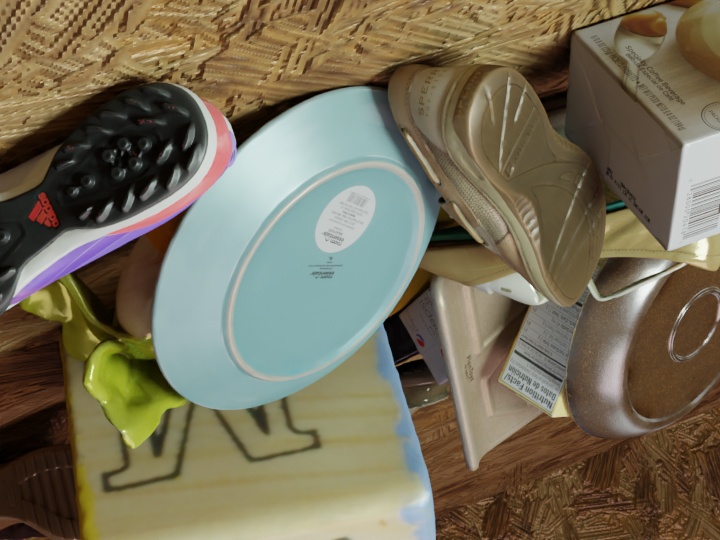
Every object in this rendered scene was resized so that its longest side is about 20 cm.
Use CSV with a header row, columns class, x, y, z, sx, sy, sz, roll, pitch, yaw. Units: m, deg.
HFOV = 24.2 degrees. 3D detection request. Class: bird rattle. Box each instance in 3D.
class,x,y,z,sx,sy,sz,roll,pitch,yaw
bird rattle,-0.074,0.007,0.927,0.200,0.113,0.163,-17,149,-35

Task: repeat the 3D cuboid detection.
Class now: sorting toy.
class,x,y,z,sx,sy,sz,roll,pitch,yaw
sorting toy,0.127,0.021,1.171,0.200,0.036,0.185,-36,137,-23

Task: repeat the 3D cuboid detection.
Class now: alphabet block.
class,x,y,z,sx,sy,sz,roll,pitch,yaw
alphabet block,-0.068,0.145,1.051,0.200,0.197,0.196,-10,133,-6

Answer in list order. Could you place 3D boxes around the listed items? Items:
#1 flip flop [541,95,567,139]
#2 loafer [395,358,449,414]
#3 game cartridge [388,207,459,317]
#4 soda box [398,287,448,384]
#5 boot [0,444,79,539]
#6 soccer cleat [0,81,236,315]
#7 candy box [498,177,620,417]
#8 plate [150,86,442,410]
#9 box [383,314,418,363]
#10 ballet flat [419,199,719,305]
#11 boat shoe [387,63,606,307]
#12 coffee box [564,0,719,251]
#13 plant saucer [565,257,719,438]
class,x,y,z,sx,sy,sz,roll,pitch,yaw
flip flop,0.093,-0.062,1.002,0.200,0.058,0.081,-8,158,-42
loafer,0.000,0.130,1.361,0.200,0.068,0.076,-29,176,36
game cartridge,0.000,0.000,1.153,0.200,0.032,0.176,-37,161,36
soda box,0.132,0.009,1.255,0.200,0.064,0.068,-26,171,-26
boot,-0.230,0.169,1.288,0.200,0.072,0.166,-6,176,9
soccer cleat,-0.146,-0.020,0.774,0.200,0.068,0.073,-28,169,11
candy box,0.179,-0.001,1.134,0.115,0.055,0.200,3,113,-49
plate,-0.023,-0.004,0.892,0.200,0.026,0.200,-29,140,-28
box,-0.002,0.072,1.354,0.200,0.036,0.143,-26,177,16
ballet flat,0.125,-0.008,1.032,0.200,0.063,0.069,-11,-175,21
boat shoe,0.078,-0.049,0.910,0.071,0.064,0.200,-60,143,-19
coffee box,0.228,-0.100,0.926,0.200,0.114,0.080,-19,137,-17
plant saucer,0.215,0.031,1.125,0.200,0.032,0.200,-29,135,-33
